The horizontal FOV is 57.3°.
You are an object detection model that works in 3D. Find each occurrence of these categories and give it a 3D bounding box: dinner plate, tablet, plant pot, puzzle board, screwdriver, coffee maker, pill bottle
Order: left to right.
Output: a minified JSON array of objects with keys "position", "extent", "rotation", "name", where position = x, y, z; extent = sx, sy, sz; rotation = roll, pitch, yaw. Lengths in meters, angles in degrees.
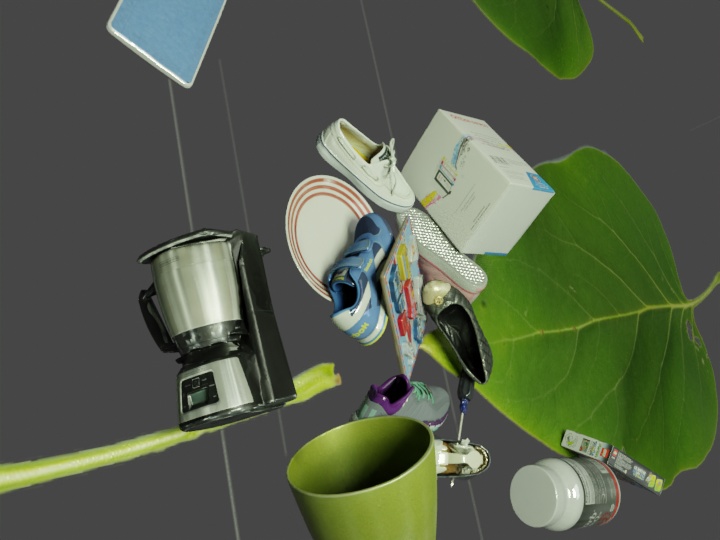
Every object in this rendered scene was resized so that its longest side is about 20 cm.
[{"position":[-0.261,-0.361,0.914],"extent":[0.129,0.013,0.205],"rotation":[32,54,-32],"name":"tablet"},{"position":[-0.145,0.067,0.762],"extent":[0.189,0.133,0.206],"rotation":[-7,78,-46],"name":"coffee maker"},{"position":[-0.038,-0.044,0.995],"extent":[0.197,0.024,0.206],"rotation":[21,59,-38],"name":"dinner plate"},{"position":[0.021,0.315,0.808],"extent":[0.185,0.184,0.206],"rotation":[-25,105,-47],"name":"plant pot"},{"position":[0.073,0.044,0.990],"extent":[0.152,0.017,0.204],"rotation":[-64,148,-48],"name":"puzzle board"},{"position":[0.166,0.248,1.070],"extent":[0.028,0.028,0.205],"rotation":[46,44,-44],"name":"screwdriver"},{"position":[0.351,0.383,1.133],"extent":[0.197,0.115,0.119],"rotation":[13,64,-40],"name":"pill bottle"}]

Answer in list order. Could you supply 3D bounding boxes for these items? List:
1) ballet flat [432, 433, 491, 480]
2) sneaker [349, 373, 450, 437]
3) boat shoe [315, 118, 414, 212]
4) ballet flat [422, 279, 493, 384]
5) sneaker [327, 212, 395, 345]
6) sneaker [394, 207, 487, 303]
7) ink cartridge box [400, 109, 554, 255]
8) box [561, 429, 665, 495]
[{"position":[0.120,0.275,0.975],"extent":[0.196,0.072,0.075],"rotation":[17,62,-35],"name":"ballet flat"},{"position":[0.075,0.186,0.949],"extent":[0.197,0.089,0.074],"rotation":[-7,39,-46],"name":"sneaker"},{"position":[0.028,-0.176,1.060],"extent":[0.200,0.085,0.076],"rotation":[37,45,-22],"name":"boat shoe"},{"position":[0.161,0.096,1.051],"extent":[0.202,0.065,0.057],"rotation":[54,17,-23],"name":"ballet flat"},{"position":[0.000,0.000,0.947],"extent":[0.081,0.073,0.205],"rotation":[24,57,-32],"name":"sneaker"},{"position":[0.118,-0.008,1.111],"extent":[0.074,0.106,0.200],"rotation":[-27,63,-38],"name":"sneaker"},{"position":[0.194,-0.149,1.130],"extent":[0.145,0.146,0.202],"rotation":[1,44,-45],"name":"ink cartridge box"},{"position":[0.490,0.372,1.278],"extent":[0.198,0.109,0.035],"rotation":[33,77,-30],"name":"box"}]
